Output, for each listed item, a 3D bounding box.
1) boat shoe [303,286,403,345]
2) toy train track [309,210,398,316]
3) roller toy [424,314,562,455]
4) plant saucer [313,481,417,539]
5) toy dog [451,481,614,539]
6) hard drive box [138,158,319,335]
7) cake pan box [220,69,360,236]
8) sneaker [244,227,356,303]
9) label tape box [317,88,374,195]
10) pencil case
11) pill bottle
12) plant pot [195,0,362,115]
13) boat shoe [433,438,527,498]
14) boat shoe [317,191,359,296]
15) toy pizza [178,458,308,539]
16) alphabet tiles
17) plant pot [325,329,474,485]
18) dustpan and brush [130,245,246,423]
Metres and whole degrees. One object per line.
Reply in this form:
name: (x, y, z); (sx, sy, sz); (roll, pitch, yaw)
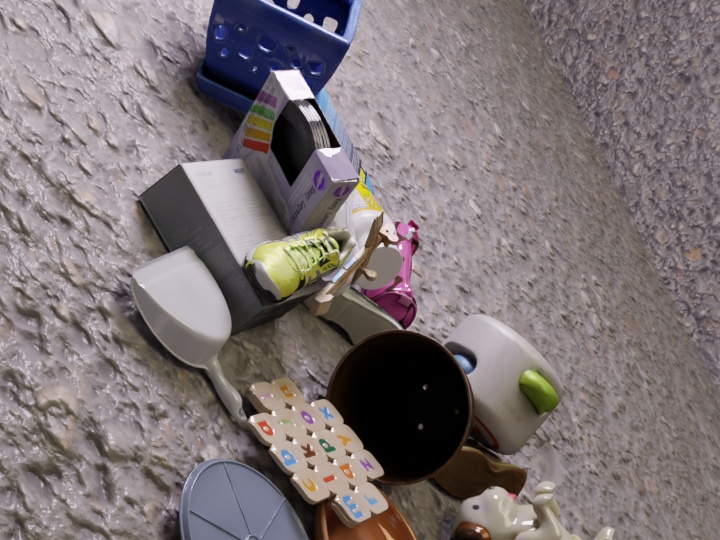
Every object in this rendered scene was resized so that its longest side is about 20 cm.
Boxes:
boat shoe: (-0.001, 0.055, 1.681); (0.200, 0.073, 0.062); (37, 34, -27)
toy train track: (0.000, 0.000, 1.514); (0.032, 0.115, 0.200); (30, 41, 12)
roller toy: (0.183, 0.170, 1.746); (0.182, 0.140, 0.200); (41, -13, 12)
plant saucer: (0.010, 0.335, 1.393); (0.200, 0.037, 0.201); (42, 28, -29)
toy dog: (0.217, 0.368, 1.612); (0.199, 0.195, 0.140); (33, 22, 3)
hard drive box: (-0.157, -0.032, 1.487); (0.201, 0.077, 0.156); (60, 24, 7)
cake pan box: (-0.094, -0.130, 1.567); (0.052, 0.200, 0.185); (-11, 63, -39)
sneaker: (-0.071, -0.018, 1.445); (0.076, 0.076, 0.200); (57, 24, 0)
label tape box: (-0.046, -0.158, 1.860); (0.144, 0.066, 0.201); (-82, 150, -57)
pencil case: (0.048, 0.007, 1.806); (0.091, 0.093, 0.201); (46, 27, -28)
pill bottle: (-0.014, -0.061, 1.704); (0.104, 0.104, 0.200); (32, 17, -42)
plant pot: (-0.124, -0.326, 1.747); (0.199, 0.181, 0.201); (23, 30, -6)
boat shoe: (0.154, 0.276, 1.722); (0.199, 0.073, 0.072); (19, 12, -43)
boat shoe: (-0.039, -0.068, 1.605); (0.069, 0.071, 0.202); (46, 47, -60)
toy pizza: (-0.116, 0.285, 1.223); (0.200, 0.032, 0.201); (43, 28, -30)
alphabet tiles: (-0.050, 0.207, 1.397); (0.200, 0.015, 0.195); (50, 19, 15)
plant pot: (0.073, 0.176, 1.568); (0.188, 0.186, 0.200); (62, 12, 14)
dustpan and brush: (-0.177, 0.078, 1.356); (0.200, 0.057, 0.139); (51, 25, 4)
